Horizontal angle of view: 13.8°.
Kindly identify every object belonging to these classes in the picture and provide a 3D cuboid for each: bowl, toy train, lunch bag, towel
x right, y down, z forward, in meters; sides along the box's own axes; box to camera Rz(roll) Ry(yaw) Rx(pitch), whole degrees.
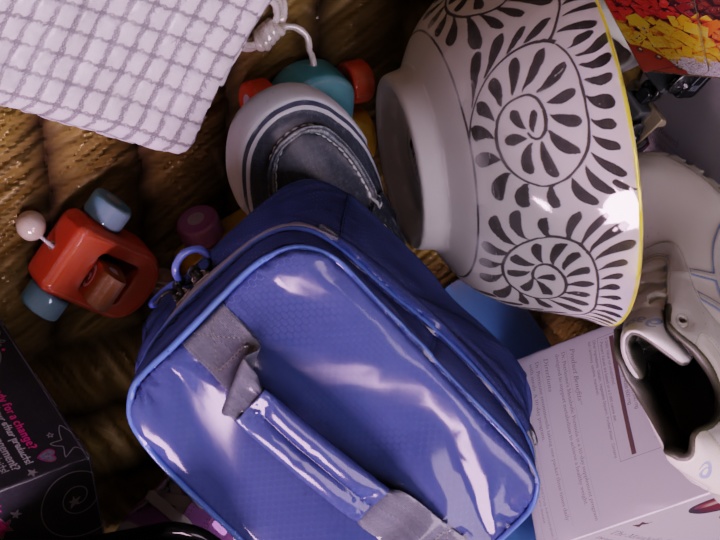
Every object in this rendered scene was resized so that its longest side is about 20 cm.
[{"bbox_3d":[0.063,-0.062,1.467,0.094,0.201,0.201,-11,128,-10],"label":"bowl"},{"bbox_3d":[0.131,-0.070,1.572,0.200,0.034,0.046,-45,159,27],"label":"toy train"},{"bbox_3d":[-0.015,0.060,1.367,0.200,0.132,0.136,43,102,-13],"label":"lunch bag"},{"bbox_3d":[-0.109,-0.165,1.344,0.165,0.086,0.201,13,111,-41],"label":"towel"},{"bbox_3d":[-0.070,-0.036,1.479,0.200,0.056,0.150,-51,134,7],"label":"toy train"}]

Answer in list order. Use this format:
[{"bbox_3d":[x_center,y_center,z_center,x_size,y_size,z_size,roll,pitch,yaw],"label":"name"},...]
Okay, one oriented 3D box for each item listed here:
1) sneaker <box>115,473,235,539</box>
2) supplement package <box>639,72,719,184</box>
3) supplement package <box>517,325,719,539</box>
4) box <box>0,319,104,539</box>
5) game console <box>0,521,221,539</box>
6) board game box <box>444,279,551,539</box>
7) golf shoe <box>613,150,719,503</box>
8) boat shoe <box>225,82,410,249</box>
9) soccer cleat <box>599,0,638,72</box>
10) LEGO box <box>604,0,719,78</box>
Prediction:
[{"bbox_3d":[-0.070,0.087,1.563,0.200,0.073,0.115,-37,132,-21],"label":"sneaker"},{"bbox_3d":[0.233,-0.101,1.595,0.116,0.117,0.201,2,119,-32],"label":"supplement package"},{"bbox_3d":[0.195,0.077,1.592,0.199,0.110,0.114,-23,158,33],"label":"supplement package"},{"bbox_3d":[-0.190,0.149,1.474,0.114,0.132,0.201,-22,131,-17],"label":"box"},{"bbox_3d":[-0.102,0.213,1.397,0.176,0.116,0.200,-55,132,-8],"label":"game console"},{"bbox_3d":[0.065,0.107,1.620,0.039,0.201,0.158,-13,145,29],"label":"board game box"},{"bbox_3d":[0.161,0.020,1.498,0.078,0.201,0.097,-35,150,27],"label":"golf shoe"},{"bbox_3d":[0.000,0.000,1.451,0.071,0.091,0.201,-31,134,-8],"label":"boat shoe"},{"bbox_3d":[0.115,-0.168,1.505,0.078,0.069,0.200,-40,137,1],"label":"soccer cleat"},{"bbox_3d":[0.181,-0.216,1.444,0.201,0.077,0.149,-62,140,-26],"label":"LEGO box"}]
